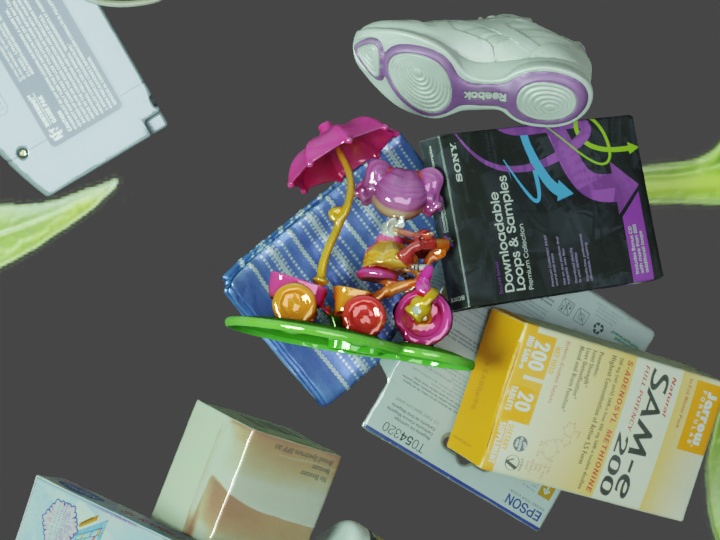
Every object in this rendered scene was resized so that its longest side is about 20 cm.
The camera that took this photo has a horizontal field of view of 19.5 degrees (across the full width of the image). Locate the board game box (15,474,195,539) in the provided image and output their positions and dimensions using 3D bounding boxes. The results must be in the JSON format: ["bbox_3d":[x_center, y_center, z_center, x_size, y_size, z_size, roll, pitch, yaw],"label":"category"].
[{"bbox_3d":[-0.203,0.286,1.636,0.041,0.199,0.200,17,92,-56],"label":"board game box"}]

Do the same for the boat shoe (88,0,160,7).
[{"bbox_3d":[-0.127,-0.256,1.643,0.200,0.060,0.072,-18,100,-22],"label":"boat shoe"}]

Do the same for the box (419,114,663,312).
[{"bbox_3d":[0.150,-0.049,1.724,0.200,0.036,0.143,-9,86,-29],"label":"box"}]

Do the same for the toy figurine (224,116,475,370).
[{"bbox_3d":[0.008,-0.028,1.655,0.200,0.150,0.184,10,84,1],"label":"toy figurine"}]

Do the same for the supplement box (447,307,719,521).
[{"bbox_3d":[0.188,0.120,1.732,0.200,0.074,0.126,16,93,-23],"label":"supplement box"}]

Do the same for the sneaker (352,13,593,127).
[{"bbox_3d":[0.094,-0.172,1.726,0.200,0.100,0.075,12,129,2],"label":"sneaker"}]

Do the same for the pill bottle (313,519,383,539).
[{"bbox_3d":[0.037,0.303,1.734,0.200,0.112,0.113,37,86,-16],"label":"pill bottle"}]

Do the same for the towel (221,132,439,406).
[{"bbox_3d":[0.000,0.000,1.737,0.200,0.024,0.145,-41,105,-8],"label":"towel"}]

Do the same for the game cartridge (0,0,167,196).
[{"bbox_3d":[-0.257,-0.167,1.645,0.133,0.042,0.200,-30,103,-6],"label":"game cartridge"}]

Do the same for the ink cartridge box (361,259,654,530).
[{"bbox_3d":[0.120,0.086,1.762,0.196,0.043,0.200,33,87,-22],"label":"ink cartridge box"}]

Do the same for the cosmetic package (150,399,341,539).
[{"bbox_3d":[-0.109,0.218,1.685,0.103,0.087,0.200,19,92,-40],"label":"cosmetic package"}]
